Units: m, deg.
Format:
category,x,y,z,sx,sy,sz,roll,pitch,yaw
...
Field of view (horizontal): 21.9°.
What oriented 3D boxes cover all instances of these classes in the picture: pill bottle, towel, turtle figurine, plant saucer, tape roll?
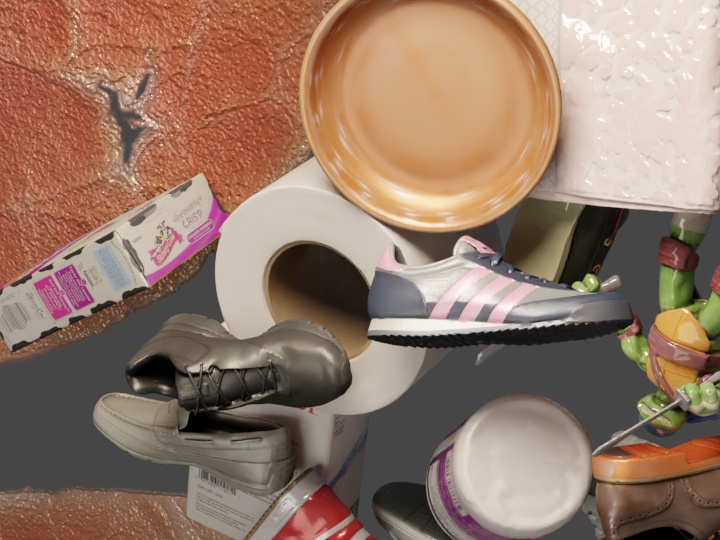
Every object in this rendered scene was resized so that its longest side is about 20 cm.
category,x,y,z,sx,sy,sz,roll,pitch,yaw
pill bottle,0.114,0.170,1.511,0.112,0.112,0.200,47,165,5
towel,0.182,-0.147,1.370,0.191,0.032,0.200,5,97,32
turtle figurine,0.222,0.039,1.386,0.200,0.144,0.194,14,108,-16
plant saucer,0.054,-0.127,1.384,0.200,0.037,0.201,6,112,16
tape roll,0.000,0.000,1.529,0.202,0.139,0.203,15,120,27

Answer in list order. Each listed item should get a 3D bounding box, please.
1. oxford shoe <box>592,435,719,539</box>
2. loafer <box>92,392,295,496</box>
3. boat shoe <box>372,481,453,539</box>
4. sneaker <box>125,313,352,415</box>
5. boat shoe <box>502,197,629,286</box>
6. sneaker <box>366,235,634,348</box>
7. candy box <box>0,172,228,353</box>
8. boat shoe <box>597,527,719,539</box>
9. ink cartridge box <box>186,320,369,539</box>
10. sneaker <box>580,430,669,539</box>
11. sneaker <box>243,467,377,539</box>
category,x,y,z,sx,sy,sz,roll,pitch,yaw
oxford shoe,0.268,0.168,1.420,0.071,0.200,0.073,-169,78,-73
loafer,-0.146,0.137,1.632,0.200,0.070,0.070,14,114,21
boat shoe,0.096,0.255,1.637,0.202,0.074,0.065,27,120,11
sneaker,-0.100,0.085,1.489,0.200,0.091,0.076,0,110,32
boat shoe,0.175,-0.065,1.437,0.074,0.063,0.202,39,116,37
sneaker,0.101,0.012,1.366,0.200,0.070,0.082,-1,77,14
candy box,-0.229,-0.006,1.677,0.200,0.136,0.061,-24,100,39
boat shoe,0.251,0.220,1.445,0.072,0.201,0.061,43,145,50
ink cartridge box,-0.073,0.152,1.686,0.145,0.084,0.200,21,123,23
sneaker,0.210,0.220,1.553,0.115,0.075,0.200,27,115,25
sneaker,-0.058,0.276,1.640,0.112,0.071,0.200,42,126,9
